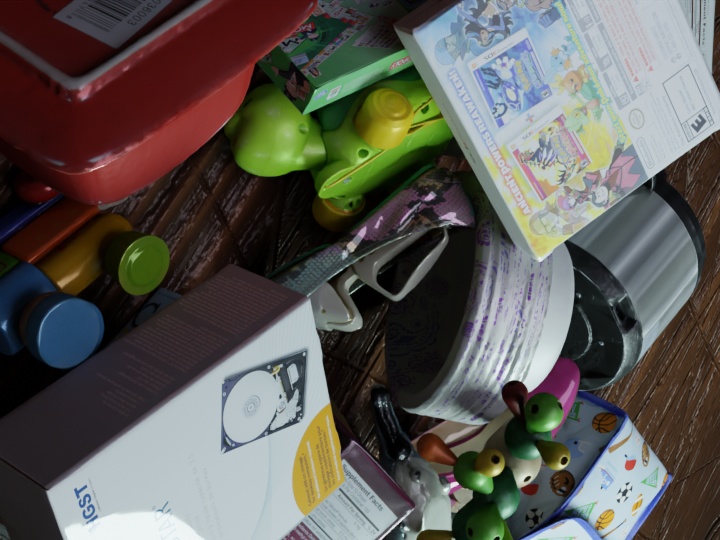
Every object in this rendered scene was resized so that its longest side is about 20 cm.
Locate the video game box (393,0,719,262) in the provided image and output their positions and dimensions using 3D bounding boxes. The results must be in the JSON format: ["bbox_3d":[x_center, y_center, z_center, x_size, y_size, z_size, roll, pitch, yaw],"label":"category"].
[{"bbox_3d":[0.147,-0.138,0.873,0.182,0.047,0.200,-36,116,-8],"label":"video game box"}]

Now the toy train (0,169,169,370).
[{"bbox_3d":[-0.162,-0.021,0.776,0.200,0.116,0.085,-44,136,-30],"label":"toy train"}]

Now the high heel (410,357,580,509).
[{"bbox_3d":[0.096,0.137,1.040,0.200,0.067,0.096,-47,140,7],"label":"high heel"}]

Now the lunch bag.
[{"bbox_3d":[0.218,0.244,1.300,0.200,0.124,0.170,-51,136,-10],"label":"lunch bag"}]

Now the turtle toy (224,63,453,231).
[{"bbox_3d":[-0.005,-0.109,0.928,0.200,0.101,0.146,-21,158,-33],"label":"turtle toy"}]

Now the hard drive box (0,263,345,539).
[{"bbox_3d":[-0.111,0.116,0.746,0.200,0.077,0.156,-37,132,-34],"label":"hard drive box"}]

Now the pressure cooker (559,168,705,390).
[{"bbox_3d":[0.226,-0.004,1.173,0.200,0.176,0.179,-42,102,-35],"label":"pressure cooker"}]

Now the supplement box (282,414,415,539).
[{"bbox_3d":[-0.075,0.192,0.903,0.200,0.110,0.086,-43,120,-6],"label":"supplement box"}]

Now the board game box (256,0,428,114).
[{"bbox_3d":[-0.009,-0.198,0.888,0.200,0.135,0.029,-30,163,-38],"label":"board game box"}]

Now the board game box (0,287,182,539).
[{"bbox_3d":[-0.149,0.126,0.853,0.200,0.105,0.103,-50,134,-24],"label":"board game box"}]

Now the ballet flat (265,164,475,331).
[{"bbox_3d":[0.000,0.000,0.935,0.200,0.071,0.069,-35,162,5],"label":"ballet flat"}]

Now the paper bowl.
[{"bbox_3d":[0.101,0.026,1.014,0.104,0.201,0.201,13,94,-15],"label":"paper bowl"}]

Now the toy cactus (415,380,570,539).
[{"bbox_3d":[0.095,0.156,0.916,0.165,0.102,0.201,-47,153,-62],"label":"toy cactus"}]

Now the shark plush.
[{"bbox_3d":[0.021,0.182,0.978,0.091,0.083,0.200,-45,135,-24],"label":"shark plush"}]

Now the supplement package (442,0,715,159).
[{"bbox_3d":[0.164,-0.180,1.035,0.200,0.191,0.148,-24,119,-42],"label":"supplement package"}]

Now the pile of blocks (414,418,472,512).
[{"bbox_3d":[0.075,0.200,1.180,0.200,0.082,0.062,71,9,-46],"label":"pile of blocks"}]

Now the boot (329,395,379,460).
[{"bbox_3d":[-0.055,0.186,1.017,0.200,0.066,0.176,52,52,-45],"label":"boot"}]

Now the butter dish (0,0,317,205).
[{"bbox_3d":[-0.156,-0.115,0.734,0.200,0.199,0.148,-42,154,-31],"label":"butter dish"}]
